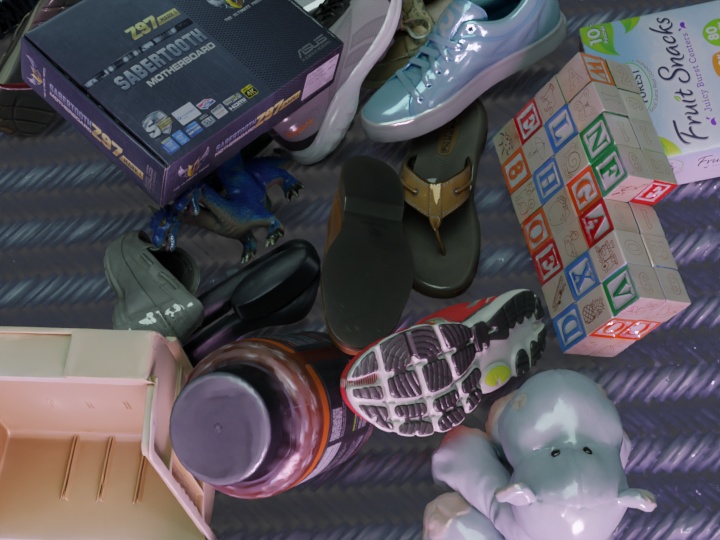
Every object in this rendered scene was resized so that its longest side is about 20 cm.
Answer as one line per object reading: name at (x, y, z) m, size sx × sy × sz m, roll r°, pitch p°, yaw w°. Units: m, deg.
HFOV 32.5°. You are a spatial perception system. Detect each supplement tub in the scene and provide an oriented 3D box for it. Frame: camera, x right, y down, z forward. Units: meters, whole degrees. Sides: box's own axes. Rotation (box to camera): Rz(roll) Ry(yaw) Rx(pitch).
supplement tub at (-0.061, 0.098, 0.861) m, size 0.105 × 0.200 × 0.109 m, roll 0°, pitch 89°, yaw 17°

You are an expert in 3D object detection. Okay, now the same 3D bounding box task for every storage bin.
storage bin at (-0.213, 0.121, 0.886) m, size 0.197 × 0.199 × 0.095 m, roll 1°, pitch 60°, yaw 10°

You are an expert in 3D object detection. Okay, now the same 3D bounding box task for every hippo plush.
hippo plush at (0.115, 0.155, 0.837) m, size 0.157 × 0.161 × 0.203 m, roll -2°, pitch 63°, yaw 7°

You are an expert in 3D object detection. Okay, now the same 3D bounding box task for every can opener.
can opener at (-0.116, 0.038, 0.991) m, size 0.198 × 0.079 × 0.064 m, roll -32°, pitch 55°, yaw 7°

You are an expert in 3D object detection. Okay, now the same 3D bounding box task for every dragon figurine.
dragon figurine at (-0.102, -0.075, 0.987) m, size 0.059 × 0.099 × 0.201 m, roll -29°, pitch 27°, yaw 35°

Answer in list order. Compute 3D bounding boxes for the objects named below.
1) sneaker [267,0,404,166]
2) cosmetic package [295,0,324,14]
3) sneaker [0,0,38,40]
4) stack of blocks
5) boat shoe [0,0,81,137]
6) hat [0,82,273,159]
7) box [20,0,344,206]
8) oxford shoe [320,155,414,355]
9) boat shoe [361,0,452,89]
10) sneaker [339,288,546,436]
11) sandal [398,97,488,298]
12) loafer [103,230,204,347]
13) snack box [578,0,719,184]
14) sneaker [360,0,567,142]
sneaker at (-0.025, -0.192, 1.041) m, size 0.073 × 0.079 × 0.202 m, roll 7°, pitch 71°, yaw 52°
cosmetic package at (-0.071, -0.243, 1.128) m, size 0.198 × 0.051 × 0.083 m, roll -28°, pitch 64°, yaw -5°
sneaker at (-0.319, -0.243, 1.151) m, size 0.145 × 0.077 × 0.204 m, roll 23°, pitch 68°, yaw 22°
stack of blocks at (0.182, -0.050, 0.951) m, size 0.058 × 0.115 × 0.202 m, roll 7°, pitch 56°, yaw -35°
boat shoe at (-0.274, -0.212, 1.095) m, size 0.200 × 0.074 × 0.074 m, roll -46°, pitch 43°, yaw 20°
hat at (-0.150, -0.155, 0.995) m, size 0.199 × 0.176 × 0.166 m, roll -40°, pitch 92°, yaw 6°
box at (-0.134, -0.161, 0.943) m, size 0.157 × 0.051 × 0.200 m, roll 41°, pitch 55°, yaw 15°
oxford shoe at (0.000, 0.000, 0.964) m, size 0.070 × 0.072 × 0.201 m, roll 17°, pitch 41°, yaw -9°
boat shoe at (0.074, -0.229, 1.091) m, size 0.198 × 0.063 × 0.074 m, roll -29°, pitch 64°, yaw -5°
sneaker at (0.054, 0.068, 0.906) m, size 0.198 × 0.084 × 0.078 m, roll -16°, pitch 97°, yaw -42°
sandal at (0.068, -0.073, 1.018) m, size 0.080 × 0.055 × 0.202 m, roll 9°, pitch 64°, yaw 12°
loafer at (-0.157, 0.012, 0.962) m, size 0.069 × 0.070 × 0.200 m, roll -33°, pitch 27°, yaw -1°
snack box at (0.292, -0.151, 1.024) m, size 0.197 × 0.053 × 0.144 m, roll -11°, pitch 62°, yaw 4°
sneaker at (0.076, -0.188, 1.031) m, size 0.199 × 0.082 × 0.074 m, roll -34°, pitch 40°, yaw -7°
